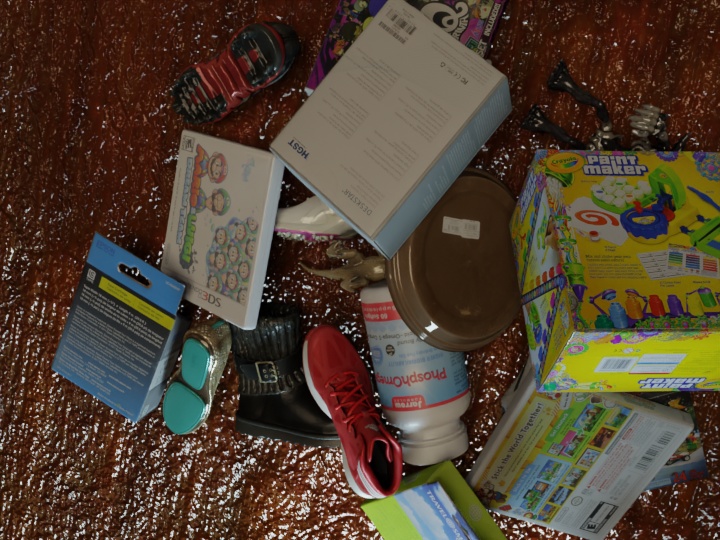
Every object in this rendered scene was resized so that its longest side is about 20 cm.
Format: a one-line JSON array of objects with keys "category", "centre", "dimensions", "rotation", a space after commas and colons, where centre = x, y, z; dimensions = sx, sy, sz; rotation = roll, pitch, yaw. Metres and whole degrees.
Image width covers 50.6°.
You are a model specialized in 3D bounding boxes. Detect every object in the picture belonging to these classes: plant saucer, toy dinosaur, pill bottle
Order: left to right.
[{"category": "toy dinosaur", "centre": [0.000, 0.000, 0.876], "dimensions": [0.195, 0.101, 0.060], "rotation": [-7, 82, 22]}, {"category": "pill bottle", "centre": [0.068, 0.110, 0.876], "dimensions": [0.106, 0.109, 0.206], "rotation": [-10, 94, 15]}, {"category": "plant saucer", "centre": [0.115, -0.013, 0.825], "dimensions": [0.195, 0.029, 0.207], "rotation": [0, 91, -29]}]

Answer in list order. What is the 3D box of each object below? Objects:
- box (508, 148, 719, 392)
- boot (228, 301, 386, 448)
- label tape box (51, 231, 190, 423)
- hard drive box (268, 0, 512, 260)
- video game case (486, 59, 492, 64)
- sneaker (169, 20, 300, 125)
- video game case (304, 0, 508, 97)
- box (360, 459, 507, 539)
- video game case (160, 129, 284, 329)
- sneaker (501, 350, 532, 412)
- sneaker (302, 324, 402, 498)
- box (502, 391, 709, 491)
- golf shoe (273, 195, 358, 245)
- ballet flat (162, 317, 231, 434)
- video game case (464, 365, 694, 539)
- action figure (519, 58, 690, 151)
[{"category": "box", "centre": [0.260, 0.000, 0.719], "dimensions": [0.194, 0.123, 0.197], "rotation": [1, 58, -4]}, {"category": "boot", "centre": [-0.068, 0.124, 0.927], "dimensions": [0.205, 0.079, 0.163], "rotation": [3, 98, 14]}, {"category": "label tape box", "centre": [-0.299, 0.068, 0.982], "dimensions": [0.142, 0.063, 0.204], "rotation": [28, 107, 10]}, {"category": "hard drive box", "centre": [0.031, -0.143, 0.766], "dimensions": [0.155, 0.077, 0.201], "rotation": [41, 90, 21]}, {"category": "video game case", "centre": [0.054, -0.159, 0.860], "dimensions": [0.140, 0.018, 0.205], "rotation": [17, 82, 9]}, {"category": "sneaker", "centre": [-0.146, -0.236, 0.910], "dimensions": [0.198, 0.098, 0.072], "rotation": [-21, 105, 39]}, {"category": "video game case", "centre": [0.055, -0.259, 0.845], "dimensions": [0.177, 0.036, 0.205], "rotation": [22, 86, 11]}, {"category": "box", "centre": [0.086, 0.289, 0.866], "dimensions": [0.123, 0.047, 0.200], "rotation": [52, 147, 4]}, {"category": "video game case", "centre": [-0.173, -0.054, 0.922], "dimensions": [0.179, 0.023, 0.206], "rotation": [20, 102, 39]}, {"category": "sneaker", "centre": [0.218, 0.073, 0.857], "dimensions": [0.077, 0.132, 0.200], "rotation": [8, 142, -21]}, {"category": "sneaker", "centre": [0.001, 0.149, 0.832], "dimensions": [0.077, 0.115, 0.204], "rotation": [-23, 86, -19]}, {"category": "box", "centre": [0.269, 0.192, 0.841], "dimensions": [0.195, 0.038, 0.139], "rotation": [-18, 121, 15]}, {"category": "golf shoe", "centre": [-0.016, -0.077, 0.901], "dimensions": [0.194, 0.075, 0.094], "rotation": [-1, 86, 8]}, {"category": "ballet flat", "centre": [-0.200, 0.134, 0.963], "dimensions": [0.070, 0.065, 0.202], "rotation": [37, 133, 7]}, {"category": "video game case", "centre": [0.224, 0.202, 0.814], "dimensions": [0.177, 0.023, 0.203], "rotation": [17, 124, -7]}, {"category": "action figure", "centre": [0.265, -0.125, 0.801], "dimensions": [0.198, 0.102, 0.120], "rotation": [37, 111, 9]}]
